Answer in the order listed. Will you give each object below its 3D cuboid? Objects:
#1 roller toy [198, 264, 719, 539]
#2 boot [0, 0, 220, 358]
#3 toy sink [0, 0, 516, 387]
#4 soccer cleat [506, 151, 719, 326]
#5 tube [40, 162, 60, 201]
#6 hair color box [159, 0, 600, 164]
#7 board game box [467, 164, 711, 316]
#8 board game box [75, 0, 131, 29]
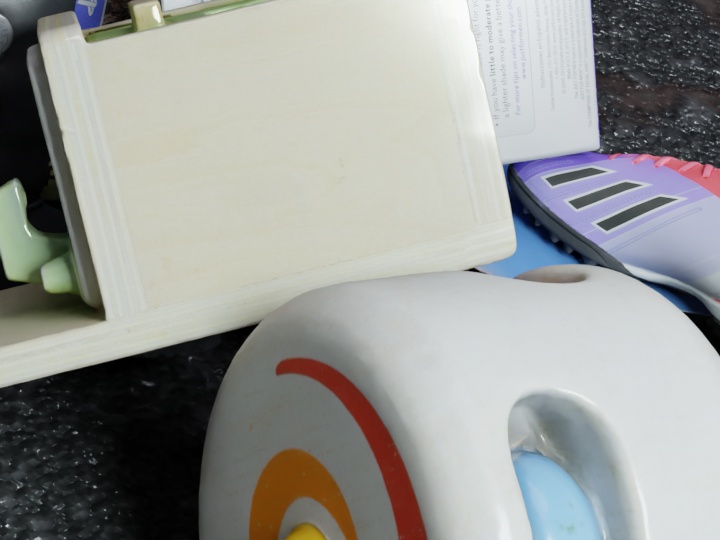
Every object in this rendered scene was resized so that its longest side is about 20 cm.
[{"bbox_3d":[0.031,0.090,0.713,0.139,0.184,0.200,-4,36,-32],"label":"roller toy"},{"bbox_3d":[-0.125,-0.069,0.873,0.163,0.202,0.066,3,3,-23],"label":"boot"},{"bbox_3d":[-0.060,-0.044,0.785,0.198,0.113,0.130,-14,10,-5],"label":"toy sink"},{"bbox_3d":[0.154,-0.023,0.991,0.199,0.074,0.068,32,27,32],"label":"soccer cleat"},{"bbox_3d":[-0.159,-0.064,0.991,0.198,0.058,0.052,1,47,-22],"label":"tube"},{"bbox_3d":[0.004,-0.098,0.991,0.198,0.110,0.065,-9,15,-14],"label":"hair color box"},{"bbox_3d":[0.094,-0.008,1.060,0.198,0.039,0.158,9,26,-26],"label":"board game box"},{"bbox_3d":[-0.044,-0.142,1.100,0.198,0.098,0.160,12,11,-8],"label":"board game box"}]
